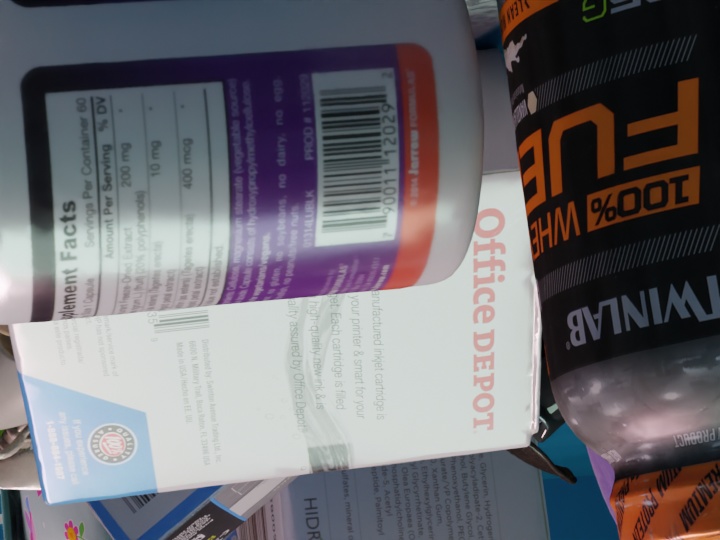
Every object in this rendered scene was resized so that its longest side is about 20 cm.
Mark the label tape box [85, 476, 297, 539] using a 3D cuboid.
[{"bbox_3d":[-0.064,0.090,1.092,0.144,0.063,0.200,-40,169,-4],"label":"label tape box"}]

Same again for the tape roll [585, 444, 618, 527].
[{"bbox_3d":[0.136,0.004,0.785,0.084,0.202,0.200,-7,170,-8],"label":"tape roll"}]

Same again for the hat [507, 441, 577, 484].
[{"bbox_3d":[0.052,0.030,1.129,0.200,0.081,0.201,35,177,2],"label":"hat"}]

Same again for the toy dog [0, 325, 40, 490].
[{"bbox_3d":[-0.161,0.076,1.063,0.131,0.096,0.201,-21,142,-42],"label":"toy dog"}]

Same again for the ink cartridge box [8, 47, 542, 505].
[{"bbox_3d":[-0.034,0.003,0.809,0.198,0.084,0.146,-6,131,-4],"label":"ink cartridge box"}]

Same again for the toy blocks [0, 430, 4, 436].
[{"bbox_3d":[-0.296,0.055,1.123,0.136,0.101,0.200,2,173,19],"label":"toy blocks"}]

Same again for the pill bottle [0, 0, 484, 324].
[{"bbox_3d":[-0.071,-0.043,0.627,0.198,0.112,0.111,-5,170,-13],"label":"pill bottle"}]

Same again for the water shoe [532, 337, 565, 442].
[{"bbox_3d":[0.075,0.024,0.994,0.079,0.072,0.200,-45,-171,1],"label":"water shoe"}]

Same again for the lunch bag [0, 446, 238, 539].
[{"bbox_3d":[-0.173,0.129,1.348,0.121,0.172,0.200,-3,166,-31],"label":"lunch bag"}]

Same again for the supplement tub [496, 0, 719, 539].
[{"bbox_3d":[0.106,-0.027,0.586,0.121,0.202,0.123,-7,170,-1],"label":"supplement tub"}]

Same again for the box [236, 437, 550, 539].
[{"bbox_3d":[0.009,0.119,1.349,0.170,0.202,0.199,-3,169,-13],"label":"box"}]
